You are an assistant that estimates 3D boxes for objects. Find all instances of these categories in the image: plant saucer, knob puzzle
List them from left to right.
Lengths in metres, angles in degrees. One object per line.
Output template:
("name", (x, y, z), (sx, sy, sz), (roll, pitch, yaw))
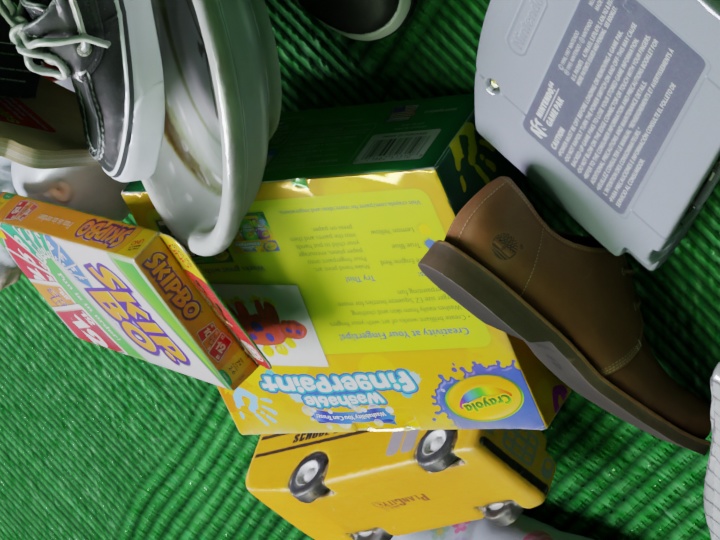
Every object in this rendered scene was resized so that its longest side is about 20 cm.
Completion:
("knob puzzle", (-0.211, -0.085, 1.466), (0.219, 0.219, 0.031), (30, 105, 31))
("plant saucer", (-0.081, -0.109, 1.408), (0.200, 0.050, 0.201), (164, 90, -72))

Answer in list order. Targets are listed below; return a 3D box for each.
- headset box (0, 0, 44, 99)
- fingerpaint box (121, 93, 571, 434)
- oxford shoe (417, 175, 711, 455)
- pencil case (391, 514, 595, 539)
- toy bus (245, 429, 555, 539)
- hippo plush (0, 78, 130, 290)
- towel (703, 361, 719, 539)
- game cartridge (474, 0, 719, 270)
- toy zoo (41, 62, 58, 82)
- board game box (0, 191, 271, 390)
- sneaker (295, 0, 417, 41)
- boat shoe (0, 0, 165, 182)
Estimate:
("headset box", (-0.213, -0.212, 1.443), (0.174, 0.092, 0.201), (38, 118, 53))
("fingerpaint box", (0.000, 0.000, 1.502), (0.199, 0.073, 0.167), (-4, 124, 35))
("oxford shoe", (0.119, 0.026, 1.416), (0.200, 0.071, 0.071), (40, 171, -34))
("pencil case", (0.071, 0.180, 1.651), (0.199, 0.091, 0.083), (14, 163, 43))
("toy bus", (0.024, 0.104, 1.608), (0.065, 0.079, 0.200), (39, 144, -28))
("hippo plush", (-0.175, -0.089, 1.659), (0.160, 0.159, 0.201), (-5, 81, 36))
("towel", (0.245, 0.115, 1.346), (0.165, 0.086, 0.201), (31, 149, 32))
("game cartridge", (0.118, -0.094, 1.313), (0.133, 0.041, 0.200), (39, 150, 9))
("toy zoo", (-0.161, -0.160, 1.539), (0.131, 0.020, 0.200), (-40, 85, 23))
("board game box", (-0.126, 0.010, 1.522), (0.200, 0.030, 0.096), (10, 142, 55))
("sneaker", (-0.056, -0.184, 1.374), (0.072, 0.083, 0.200), (-37, 94, 37))
("boat shoe", (-0.138, -0.128, 1.372), (0.074, 0.068, 0.200), (-126, 27, -47))
